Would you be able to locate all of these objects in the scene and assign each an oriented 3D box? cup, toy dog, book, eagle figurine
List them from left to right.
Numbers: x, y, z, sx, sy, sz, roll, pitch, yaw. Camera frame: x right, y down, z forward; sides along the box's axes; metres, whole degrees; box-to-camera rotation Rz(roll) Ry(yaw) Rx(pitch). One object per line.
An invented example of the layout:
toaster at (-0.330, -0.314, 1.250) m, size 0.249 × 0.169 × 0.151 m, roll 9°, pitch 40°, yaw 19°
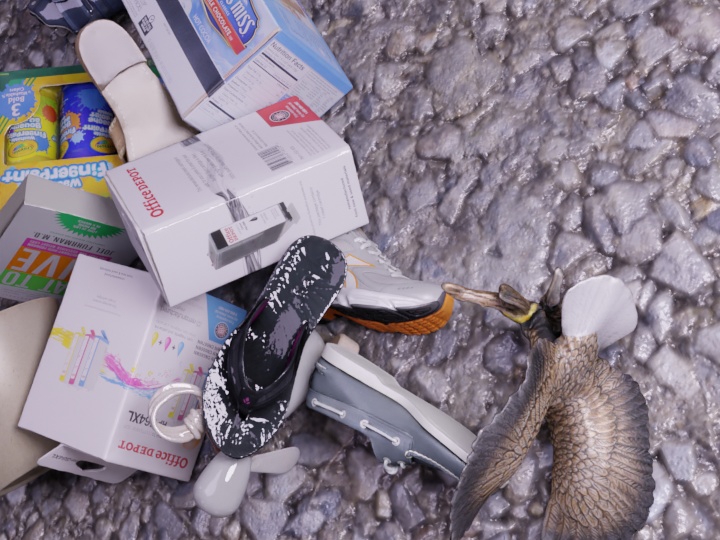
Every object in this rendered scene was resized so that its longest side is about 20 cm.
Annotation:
cup at (-0.357, 0.140, 1.365) m, size 0.200 × 0.200 × 0.144 m, roll -34°, pitch 84°, yaw 21°
book at (-0.299, -0.023, 1.353) m, size 0.200 × 0.133 × 0.048 m, roll -38°, pitch 43°, yaw 51°
toy dog at (-0.091, 0.119, 1.217) m, size 0.200 × 0.096 × 0.132 m, roll -38°, pitch 92°, yaw -16°
eagle figurine at (0.143, 0.111, 1.037) m, size 0.151 × 0.151 × 0.201 m, roll -7°, pitch 56°, yaw 13°

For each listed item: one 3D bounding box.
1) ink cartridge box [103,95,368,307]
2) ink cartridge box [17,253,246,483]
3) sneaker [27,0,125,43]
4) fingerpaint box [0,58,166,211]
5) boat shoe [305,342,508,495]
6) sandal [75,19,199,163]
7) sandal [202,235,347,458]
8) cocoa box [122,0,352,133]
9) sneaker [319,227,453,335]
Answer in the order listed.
ink cartridge box at (-0.114, -0.066, 1.231) m, size 0.199 × 0.083 × 0.147 m, roll -23°, pitch 33°, yaw -12°
ink cartridge box at (-0.219, 0.106, 1.297) m, size 0.125 × 0.128 × 0.201 m, roll 12°, pitch 81°, yaw 36°
sneaker at (-0.331, -0.359, 1.582) m, size 0.146 × 0.077 × 0.203 m, roll -36°, pitch 57°, yaw 17°
fingerpaint box at (-0.277, -0.126, 1.403) m, size 0.198 × 0.073 × 0.168 m, roll -4°, pitch 67°, yaw 2°
boat shoe at (0.035, 0.136, 1.130) m, size 0.200 × 0.073 × 0.062 m, roll 34°, pitch 97°, yaw 27°
sandal at (-0.213, -0.145, 1.330) m, size 0.077 × 0.213 × 0.070 m, roll -31°, pitch 15°, yaw -14°
sandal at (-0.077, 0.061, 1.145) m, size 0.075 × 0.048 × 0.202 m, roll 24°, pitch 84°, yaw 3°
cocoa box at (-0.124, -0.229, 1.347) m, size 0.131 × 0.133 × 0.201 m, roll -40°, pitch 55°, yaw 15°
sneaker at (0.000, 0.000, 1.215) m, size 0.199 × 0.076 × 0.093 m, roll 7°, pitch 73°, yaw 36°
